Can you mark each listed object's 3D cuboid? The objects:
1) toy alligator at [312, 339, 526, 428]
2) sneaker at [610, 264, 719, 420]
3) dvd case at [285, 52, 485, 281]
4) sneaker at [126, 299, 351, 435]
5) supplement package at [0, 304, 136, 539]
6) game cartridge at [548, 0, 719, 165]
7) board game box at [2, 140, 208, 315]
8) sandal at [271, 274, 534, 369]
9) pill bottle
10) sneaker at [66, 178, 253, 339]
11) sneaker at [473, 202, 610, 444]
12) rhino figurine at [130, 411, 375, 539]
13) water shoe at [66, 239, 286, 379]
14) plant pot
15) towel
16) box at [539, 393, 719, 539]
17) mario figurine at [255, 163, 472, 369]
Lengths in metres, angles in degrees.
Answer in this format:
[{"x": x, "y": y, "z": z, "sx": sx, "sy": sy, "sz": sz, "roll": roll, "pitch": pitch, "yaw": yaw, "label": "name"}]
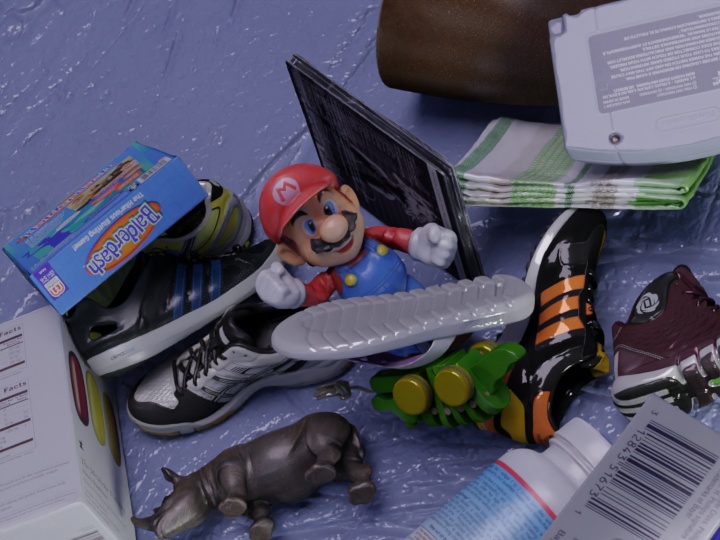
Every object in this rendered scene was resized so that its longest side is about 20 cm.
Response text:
[{"x": 0.050, "y": 0.096, "z": 1.676, "sx": 0.200, "sy": 0.054, "sz": 0.059, "roll": -15, "pitch": 12, "yaw": 39, "label": "toy alligator"}, {"x": 0.277, "y": 0.034, "z": 1.666, "sx": 0.199, "sy": 0.076, "sz": 0.116, "roll": -16, "pitch": 50, "yaw": 12, "label": "sneaker"}, {"x": 0.021, "y": -0.080, "z": 1.800, "sx": 0.016, "sy": 0.149, "sz": 0.200, "roll": -38, "pitch": 51, "yaw": -17, "label": "dvd case"}, {"x": -0.107, "y": 0.065, "z": 1.793, "sx": 0.199, "sy": 0.088, "sz": 0.076, "roll": -23, "pitch": 53, "yaw": 8, "label": "sneaker"}, {"x": -0.259, "y": 0.148, "z": 1.779, "sx": 0.109, "sy": 0.114, "sz": 0.200, "roll": -21, "pitch": 51, "yaw": 8, "label": "supplement package"}, {"x": 0.250, "y": -0.152, "z": 1.710, "sx": 0.199, "sy": 0.041, "sz": 0.134, "roll": -11, "pitch": 68, "yaw": 16, "label": "game cartridge"}, {"x": -0.214, "y": -0.039, "z": 1.825, "sx": 0.152, "sy": 0.045, "sz": 0.200, "roll": -40, "pitch": 15, "yaw": -7, "label": "board game box"}, {"x": 0.035, "y": 0.050, "z": 1.667, "sx": 0.202, "sy": 0.050, "sz": 0.083, "roll": -10, "pitch": 23, "yaw": -4, "label": "sandal"}, {"x": 0.107, "y": 0.201, "z": 1.597, "sx": 0.200, "sy": 0.109, "sz": 0.109, "roll": -40, "pitch": 52, "yaw": -7, "label": "pill bottle"}, {"x": -0.185, "y": -0.006, "z": 1.880, "sx": 0.200, "sy": 0.076, "sz": 0.075, "roll": -43, "pitch": 54, "yaw": -8, "label": "sneaker"}, {"x": 0.162, "y": 0.046, "z": 1.710, "sx": 0.090, "sy": 0.070, "sz": 0.201, "roll": 19, "pitch": 72, "yaw": 28, "label": "sneaker"}, {"x": -0.087, "y": 0.167, "z": 1.729, "sx": 0.199, "sy": 0.060, "sz": 0.088, "roll": -19, "pitch": 33, "yaw": 10, "label": "rhino figurine"}, {"x": -0.147, "y": 0.011, "z": 1.817, "sx": 0.200, "sy": 0.079, "sz": 0.071, "roll": -33, "pitch": 5, "yaw": -26, "label": "water shoe"}, {"x": 0.142, "y": -0.211, "z": 1.842, "sx": 0.199, "sy": 0.187, "sz": 0.187, "roll": 20, "pitch": 66, "yaw": 16, "label": "plant pot"}, {"x": 0.181, "y": -0.091, "z": 1.775, "sx": 0.199, "sy": 0.031, "sz": 0.149, "roll": 1, "pitch": 27, "yaw": 22, "label": "towel"}, {"x": 0.200, "y": 0.220, "z": 1.486, "sx": 0.105, "sy": 0.200, "sz": 0.184, "roll": 30, "pitch": 72, "yaw": 34, "label": "box"}, {"x": 0.000, "y": 0.000, "z": 1.719, "sx": 0.106, "sy": 0.200, "sz": 0.124, "roll": -34, "pitch": 14, "yaw": 41, "label": "mario figurine"}]
